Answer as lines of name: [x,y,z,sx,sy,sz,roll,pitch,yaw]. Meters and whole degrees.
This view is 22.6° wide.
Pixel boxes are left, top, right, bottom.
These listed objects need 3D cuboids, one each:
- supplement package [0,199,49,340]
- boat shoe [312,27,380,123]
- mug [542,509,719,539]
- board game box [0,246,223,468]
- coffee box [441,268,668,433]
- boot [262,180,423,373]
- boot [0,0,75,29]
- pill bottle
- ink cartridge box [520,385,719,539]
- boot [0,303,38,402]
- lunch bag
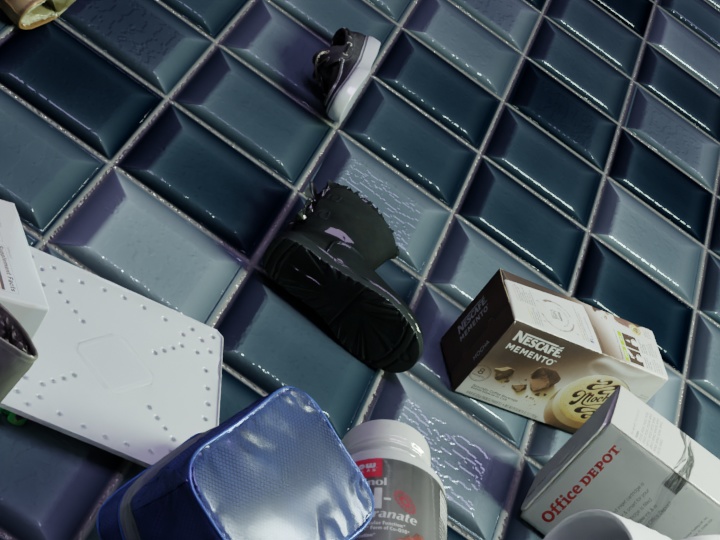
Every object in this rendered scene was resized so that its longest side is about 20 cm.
supplement package: [-0.359,0.021,1.309,0.200,0.152,0.151,17,26,-31]
boat shoe: [-0.025,-0.235,2.092,0.066,0.070,0.200,27,32,-4]
mug: [0.268,0.293,1.577,0.175,0.200,0.148,26,37,-31]
board game box: [-0.212,0.086,1.518,0.200,0.026,0.200,25,34,-20]
coffee box: [0.199,0.091,1.850,0.200,0.113,0.080,22,35,-26]
boot: [0.000,0.001,1.809,0.198,0.073,0.162,38,28,1]
boot: [-0.368,-0.350,1.894,0.200,0.066,0.175,43,44,9]
pill bottle: [0.017,0.220,1.498,0.111,0.111,0.200,28,33,-17]
ink cartridge box: [0.277,0.229,1.718,0.200,0.147,0.083,38,30,-2]
boot: [-0.285,0.125,1.217,0.182,0.200,0.073,46,4,10]
lunch bag: [-0.104,0.194,1.385,0.136,0.132,0.200,59,37,-1]
